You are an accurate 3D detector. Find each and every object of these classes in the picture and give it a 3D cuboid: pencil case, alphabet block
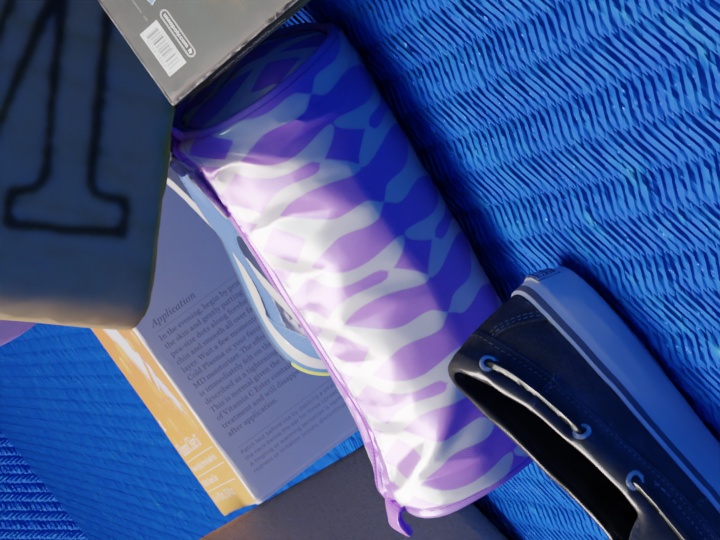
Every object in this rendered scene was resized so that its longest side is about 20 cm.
[{"bbox_3d":[0.000,0.000,0.989,0.201,0.085,0.084,57,165,-17],"label":"pencil case"},{"bbox_3d":[-0.188,-0.093,0.964,0.195,0.199,0.198,-157,74,-66],"label":"alphabet block"}]

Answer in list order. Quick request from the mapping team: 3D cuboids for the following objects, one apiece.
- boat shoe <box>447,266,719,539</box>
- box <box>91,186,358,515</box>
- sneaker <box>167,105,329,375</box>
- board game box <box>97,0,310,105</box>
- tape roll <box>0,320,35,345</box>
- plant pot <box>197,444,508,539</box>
[{"bbox_3d":[0.104,0.091,0.888,0.200,0.066,0.070,53,167,9],"label":"boat shoe"},{"bbox_3d":[-0.080,0.011,1.276,0.201,0.097,0.124,54,167,1],"label":"box"},{"bbox_3d":[-0.044,-0.047,1.068,0.200,0.074,0.082,51,163,-9],"label":"sneaker"},{"bbox_3d":[-0.072,-0.167,0.792,0.135,0.028,0.201,-34,92,42],"label":"board game box"},{"bbox_3d":[-0.263,-0.045,1.558,0.201,0.199,0.085,55,167,-6],"label":"tape roll"},{"bbox_3d":[-0.002,0.198,1.297,0.178,0.199,0.200,60,168,9],"label":"plant pot"}]
